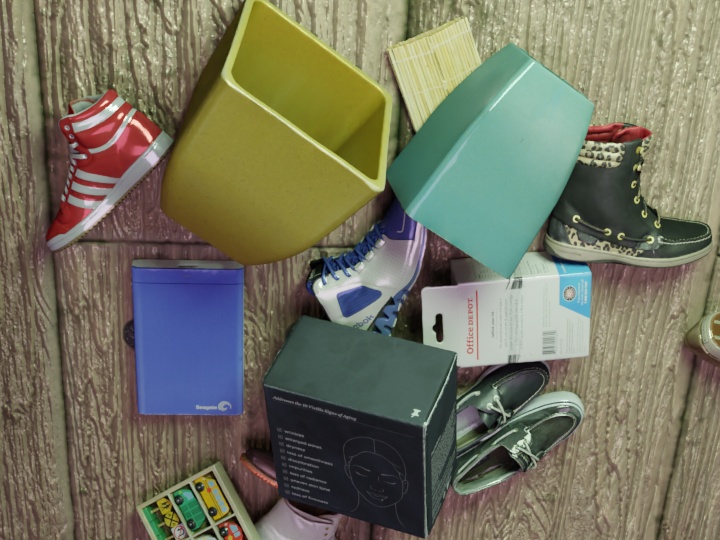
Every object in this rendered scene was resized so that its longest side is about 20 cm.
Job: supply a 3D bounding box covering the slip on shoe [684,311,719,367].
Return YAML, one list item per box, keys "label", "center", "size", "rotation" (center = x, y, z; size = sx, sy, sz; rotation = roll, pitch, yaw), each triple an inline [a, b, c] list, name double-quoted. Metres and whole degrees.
- label: "slip on shoe"
  center: [0.492, 0.104, 1.474]
  size: [0.198, 0.077, 0.061]
  rotation: [14, 156, -19]

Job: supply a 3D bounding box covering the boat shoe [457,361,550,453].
- label: "boat shoe"
  center: [0.152, 0.177, 1.487]
  size: [0.199, 0.061, 0.076]
  rotation: [-35, 114, 14]

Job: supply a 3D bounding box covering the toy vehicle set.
- label: "toy vehicle set"
  center: [-0.188, 0.363, 1.530]
  size: [0.123, 0.026, 0.202]
  rotation: [-30, 86, 12]

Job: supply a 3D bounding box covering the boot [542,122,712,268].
- label: "boot"
  center: [0.312, -0.086, 1.358]
  size: [0.197, 0.073, 0.152]
  rotation: [3, 117, 1]

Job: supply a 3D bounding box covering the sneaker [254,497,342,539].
- label: "sneaker"
  center: [-0.042, 0.367, 1.567]
  size: [0.199, 0.074, 0.116]
  rotation: [32, 114, -17]

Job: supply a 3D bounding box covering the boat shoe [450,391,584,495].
- label: "boat shoe"
  center: [0.199, 0.228, 1.510]
  size: [0.199, 0.071, 0.072]
  rotation: [-34, 114, 13]

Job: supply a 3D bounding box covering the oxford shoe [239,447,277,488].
- label: "oxford shoe"
  center: [-0.056, 0.251, 1.519]
  size: [0.198, 0.071, 0.074]
  rotation: [20, 95, -18]

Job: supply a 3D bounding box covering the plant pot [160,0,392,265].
- label: "plant pot"
  center: [-0.103, -0.124, 1.252]
  size: [0.194, 0.195, 0.200]
  rotation: [33, 123, -18]

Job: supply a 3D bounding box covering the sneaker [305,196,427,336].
- label: "sneaker"
  center: [0.000, 0.001, 1.376]
  size: [0.114, 0.081, 0.201]
  rotation: [14, 117, -13]

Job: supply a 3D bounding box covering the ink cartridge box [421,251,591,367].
- label: "ink cartridge box"
  center: [0.169, 0.046, 1.416]
  size: [0.197, 0.068, 0.117]
  rotation: [-5, 117, -1]

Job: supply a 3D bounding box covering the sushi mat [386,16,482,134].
- label: "sushi mat"
  center: [0.104, -0.174, 1.330]
  size: [0.095, 0.012, 0.202]
  rotation: [-20, 117, 5]

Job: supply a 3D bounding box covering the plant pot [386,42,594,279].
- label: "plant pot"
  center: [0.147, -0.129, 1.277]
  size: [0.140, 0.142, 0.201]
  rotation: [31, 104, -19]

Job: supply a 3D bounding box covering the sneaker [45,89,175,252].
- label: "sneaker"
  center: [-0.305, -0.114, 1.305]
  size: [0.200, 0.071, 0.112]
  rotation: [-40, 106, 22]

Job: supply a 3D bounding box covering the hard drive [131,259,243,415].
- label: "hard drive"
  center: [-0.206, 0.083, 1.437]
  size: [0.130, 0.025, 0.202]
  rotation: [1, 117, -4]

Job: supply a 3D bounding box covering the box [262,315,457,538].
- label: "box"
  center: [0.004, 0.182, 1.388]
  size: [0.197, 0.125, 0.198]
  rotation: [13, 135, 17]
